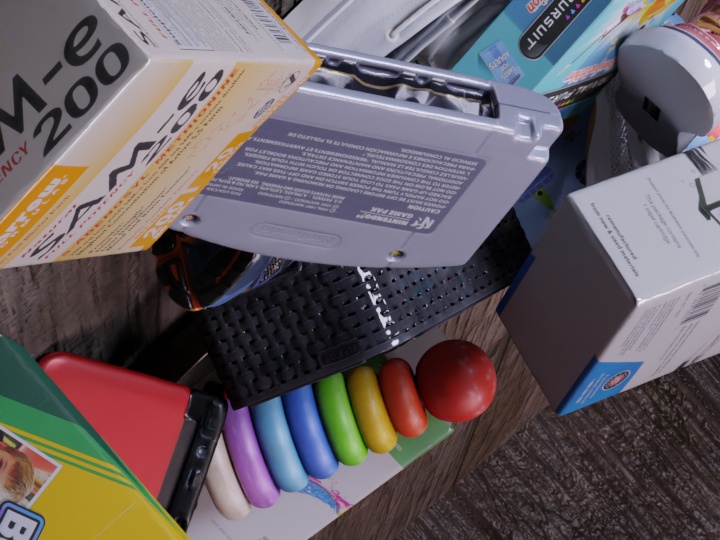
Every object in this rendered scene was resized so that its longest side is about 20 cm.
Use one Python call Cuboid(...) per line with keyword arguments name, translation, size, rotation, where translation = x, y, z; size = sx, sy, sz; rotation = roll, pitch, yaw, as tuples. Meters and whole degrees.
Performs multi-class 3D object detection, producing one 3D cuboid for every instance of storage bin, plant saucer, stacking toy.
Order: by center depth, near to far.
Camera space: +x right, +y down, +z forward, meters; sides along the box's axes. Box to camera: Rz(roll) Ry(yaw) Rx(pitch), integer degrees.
Cuboid(name="storage bin", translation=(0.000, 0.000, 1.723), size=(0.135, 0.094, 0.200), rotation=(-22, -177, 35))
Cuboid(name="stacking toy", translation=(-0.008, 0.095, 1.865), size=(0.200, 0.085, 0.085), rotation=(-18, 170, 3))
Cuboid(name="plant saucer", translation=(-0.091, 0.053, 1.897), size=(0.200, 0.032, 0.200), rotation=(-41, 170, -9))

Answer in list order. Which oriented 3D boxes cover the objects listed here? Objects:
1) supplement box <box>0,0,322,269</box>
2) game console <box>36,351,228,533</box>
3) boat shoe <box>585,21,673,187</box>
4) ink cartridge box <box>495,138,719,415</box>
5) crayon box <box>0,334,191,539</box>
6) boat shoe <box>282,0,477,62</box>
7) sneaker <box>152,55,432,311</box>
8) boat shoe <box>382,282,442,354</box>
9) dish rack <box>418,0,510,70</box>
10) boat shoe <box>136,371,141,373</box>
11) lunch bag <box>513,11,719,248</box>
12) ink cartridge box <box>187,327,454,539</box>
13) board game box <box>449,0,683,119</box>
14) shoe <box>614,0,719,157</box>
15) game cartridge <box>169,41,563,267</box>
Cuboid(name="supplement box", translation=(-0.111, -0.069, 1.201), size=(0.126, 0.074, 0.200), rotation=(-46, 169, 17))
Cuboid(name="game console", translation=(-0.164, 0.151, 1.714), size=(0.172, 0.119, 0.200), rotation=(-135, -115, -86))
Cuboid(name="boat shoe", translation=(0.183, -0.124, 1.788), size=(0.071, 0.069, 0.200), rotation=(-20, 111, -57))
Cuboid(name="ink cartridge box", translation=(0.201, -0.008, 1.717), size=(0.200, 0.084, 0.146), rotation=(-20, 157, -27))
Cuboid(name="crayon box", translation=(-0.207, 0.165, 1.530), size=(0.200, 0.173, 0.058), rotation=(-42, 170, -1))
Cuboid(name="boat shoe", translation=(-0.010, -0.100, 1.462), size=(0.200, 0.069, 0.072), rotation=(-45, 169, 15))
Cuboid(name="sneaker", translation=(-0.030, -0.055, 1.564), size=(0.200, 0.075, 0.078), rotation=(-37, 168, 29))
Cuboid(name="boat shoe", translation=(0.030, 0.005, 1.920), size=(0.200, 0.074, 0.060), rotation=(-65, 174, -53))
Cuboid(name="dish rack", translation=(0.083, -0.146, 1.694), size=(0.172, 0.044, 0.200), rotation=(-39, 169, -16))
Cuboid(name="boat shoe", translation=(-0.197, 0.142, 1.753), size=(0.200, 0.072, 0.076), rotation=(-40, 170, -10))
Cuboid(name="lunch bag", translation=(0.143, -0.076, 1.868), size=(0.200, 0.151, 0.094), rotation=(-39, 179, -12))
Cuboid(name="ink cartridge box", translation=(-0.036, 0.109, 1.984), size=(0.200, 0.084, 0.145), rotation=(-37, -163, 16))
Cuboid(name="board game box", translation=(0.145, -0.162, 1.611), size=(0.200, 0.047, 0.151), rotation=(-49, 168, 27))
Cuboid(name="shoe", translation=(0.203, -0.127, 1.659), size=(0.091, 0.071, 0.200), rotation=(-45, 174, -5))
Cuboid(name="game cartridge", translation=(-0.015, -0.055, 1.432), size=(0.200, 0.041, 0.133), rotation=(10, 137, -25))
